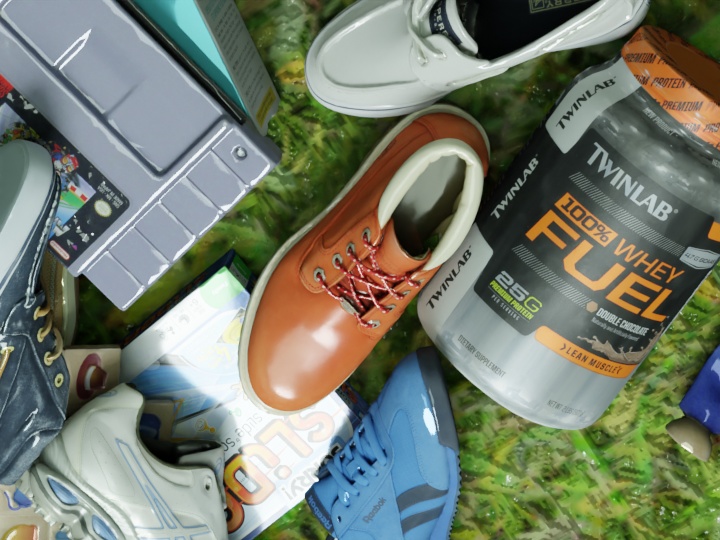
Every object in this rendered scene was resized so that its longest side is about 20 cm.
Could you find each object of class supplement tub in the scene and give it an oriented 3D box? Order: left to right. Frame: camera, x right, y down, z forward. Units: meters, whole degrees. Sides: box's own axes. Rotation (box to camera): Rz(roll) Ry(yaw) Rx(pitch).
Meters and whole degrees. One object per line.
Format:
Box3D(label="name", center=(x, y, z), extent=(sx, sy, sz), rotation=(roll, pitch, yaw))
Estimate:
Box3D(label="supplement tub", center=(0.131, -0.024, 1.565), extent=(0.122, 0.123, 0.200), rotation=(33, 108, -6))

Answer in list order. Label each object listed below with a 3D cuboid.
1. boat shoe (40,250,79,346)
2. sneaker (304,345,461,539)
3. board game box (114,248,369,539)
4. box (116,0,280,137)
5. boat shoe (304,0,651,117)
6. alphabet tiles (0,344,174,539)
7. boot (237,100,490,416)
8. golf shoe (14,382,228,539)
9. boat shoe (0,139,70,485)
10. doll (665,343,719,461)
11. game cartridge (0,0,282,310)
Box3D(label="boat shoe", center=(-0.198, -0.002, 1.618), extent=(0.071, 0.076, 0.201), rotation=(19, 105, 25))
Box3D(label="sneaker", center=(0.011, 0.116, 1.606), extent=(0.078, 0.066, 0.201), rotation=(-4, 144, -8))
Box3D(label="board game box", center=(-0.105, 0.101, 1.673), extent=(0.200, 0.034, 0.135), rotation=(-39, 101, 16))
Box3D(label="box", center=(-0.110, -0.159, 1.564), extent=(0.049, 0.082, 0.201), rotation=(-23, 104, 13))
Box3D(label="boat shoe", center=(0.055, -0.130, 1.549), extent=(0.199, 0.066, 0.072), rotation=(-10, 85, 21))
Box3D(label="alphabet tiles", center=(-0.191, 0.136, 1.635), extent=(0.166, 0.008, 0.201), rotation=(0, 110, -20))
Box3D(label="boot", center=(0.000, 0.000, 1.576), extent=(0.075, 0.107, 0.201), rotation=(33, 98, -11))
Box3D(label="golf shoe", center=(-0.095, 0.147, 1.629), extent=(0.097, 0.078, 0.200), rotation=(-48, 117, -6))
Box3D(label="boat shoe", center=(-0.186, 0.024, 1.548), extent=(0.090, 0.071, 0.201), rotation=(17, 117, -28))
Box3D(label="doll", center=(0.262, 0.034, 1.610), extent=(0.136, 0.048, 0.200), rotation=(38, 101, 2))
Box3D(label="game cartridge", center=(-0.155, -0.087, 1.537), extent=(0.200, 0.038, 0.130), rotation=(44, 106, -8))
